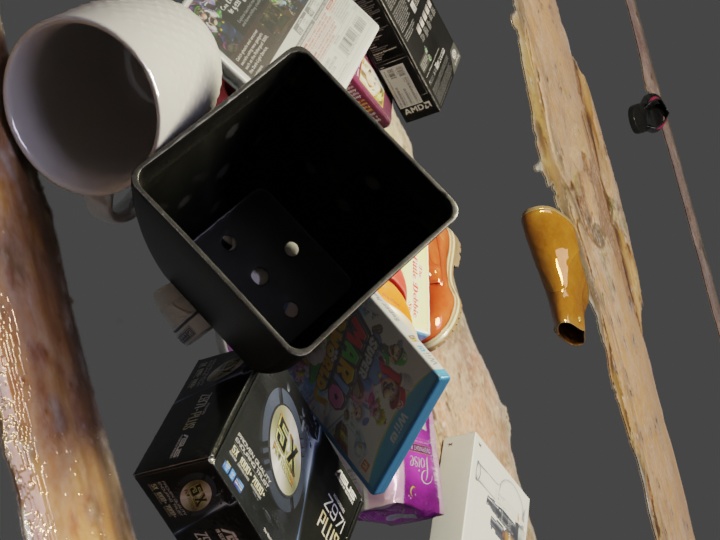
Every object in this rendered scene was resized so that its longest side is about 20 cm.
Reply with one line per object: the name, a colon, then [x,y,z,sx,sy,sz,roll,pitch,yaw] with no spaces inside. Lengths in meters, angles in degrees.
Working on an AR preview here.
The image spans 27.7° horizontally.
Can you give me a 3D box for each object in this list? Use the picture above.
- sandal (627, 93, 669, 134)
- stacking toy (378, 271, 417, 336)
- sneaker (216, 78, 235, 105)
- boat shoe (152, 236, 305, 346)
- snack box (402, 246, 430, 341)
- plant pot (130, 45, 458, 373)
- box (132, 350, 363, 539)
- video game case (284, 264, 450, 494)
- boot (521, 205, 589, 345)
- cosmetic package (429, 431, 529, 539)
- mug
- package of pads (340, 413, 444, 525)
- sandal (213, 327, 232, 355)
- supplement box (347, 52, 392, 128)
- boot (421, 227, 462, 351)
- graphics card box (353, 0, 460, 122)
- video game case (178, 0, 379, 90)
sandal: [0.568,-0.303,2.831,0.200,0.045,0.076,-29,102,-62]
stacking toy: [0.000,0.000,1.513,0.146,0.145,0.202,49,40,-39]
sneaker: [-0.113,-0.116,1.411,0.202,0.086,0.074,60,31,-9]
boat shoe: [-0.112,-0.009,1.363,0.200,0.072,0.066,-40,91,-31]
snack box: [0.022,-0.025,1.648,0.115,0.037,0.202,17,59,-30]
plant pot: [-0.072,-0.028,1.242,0.200,0.178,0.199,46,63,5]
box: [-0.094,0.198,1.314,0.201,0.085,0.164,62,30,-24]
video game case: [-0.009,0.087,1.358,0.018,0.144,0.200,-1,39,-44]
boot: [0.292,0.011,2.135,0.201,0.070,0.146,50,33,-47]
cosmetic package: [0.141,0.318,1.729,0.151,0.051,0.202,49,37,-35]
mug: [-0.199,-0.137,1.251,0.175,0.146,0.202,-47,148,-61]
package of pads: [0.028,0.167,1.567,0.120,0.075,0.203,23,57,-55]
sandal: [-0.101,0.011,1.431,0.083,0.049,0.205,48,37,-40]
supplement box: [-0.051,-0.252,1.599,0.200,0.102,0.132,47,38,-40]
boot: [0.065,0.003,1.731,0.107,0.074,0.202,47,30,-36]
graphics card box: [0.039,-0.281,1.616,0.201,0.050,0.126,57,32,-27]
video game case: [-0.081,-0.239,1.430,0.181,0.023,0.201,41,47,-17]
